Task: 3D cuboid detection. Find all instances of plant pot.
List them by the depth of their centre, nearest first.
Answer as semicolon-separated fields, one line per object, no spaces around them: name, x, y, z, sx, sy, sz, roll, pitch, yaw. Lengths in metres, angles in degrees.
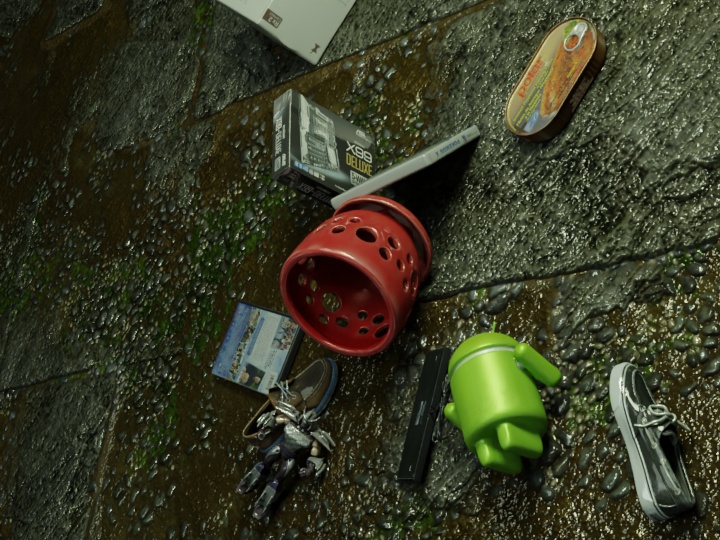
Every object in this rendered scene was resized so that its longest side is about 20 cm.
plant pot;0.000;0.000;1.837;0.199;0.201;0.183;-20;24;39

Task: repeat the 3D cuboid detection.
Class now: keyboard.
keyboard;0.103;0.209;1.750;0.127;0.020;0.203;155;131;-69

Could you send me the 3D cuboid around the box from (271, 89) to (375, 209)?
box;-0.059;-0.191;2.026;0.049;0.199;0.160;-27;50;39

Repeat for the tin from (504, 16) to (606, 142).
tin;0.295;-0.288;1.825;0.112;0.042;0.201;37;98;46

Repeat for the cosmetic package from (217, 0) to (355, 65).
cosmetic package;-0.143;-0.530;2.327;0.166;0.164;0.200;-57;41;5

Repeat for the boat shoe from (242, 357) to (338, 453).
boat shoe;-0.115;0.218;1.960;0.201;0.072;0.072;-52;41;13

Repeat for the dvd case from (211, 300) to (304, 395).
dvd case;-0.179;0.136;2.116;0.199;0.017;0.144;13;79;50

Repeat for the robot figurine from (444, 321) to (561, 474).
robot figurine;0.184;0.172;1.632;0.176;0.115;0.202;-47;41;35

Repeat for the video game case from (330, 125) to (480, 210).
video game case;0.072;-0.163;1.912;0.199;0.182;0.022;-24;96;37

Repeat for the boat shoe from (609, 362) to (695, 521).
boat shoe;0.358;0.198;1.462;0.068;0.073;0.202;-33;49;36

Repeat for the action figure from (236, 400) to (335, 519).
action figure;-0.120;0.296;1.912;0.130;0.069;0.201;41;113;18
